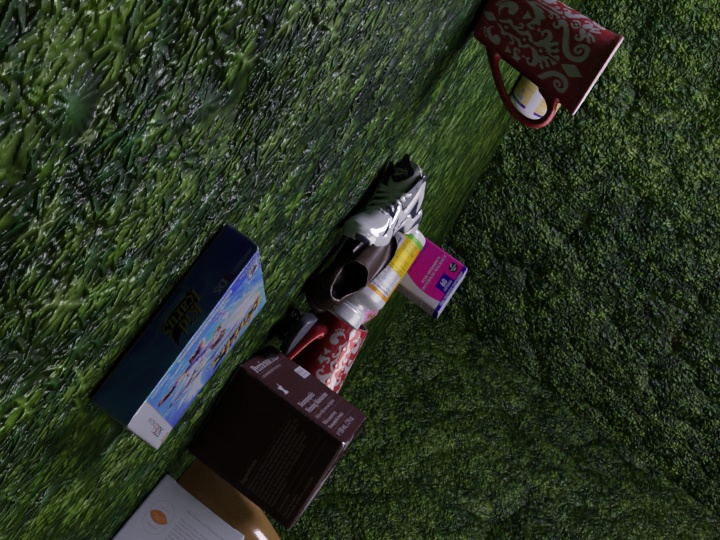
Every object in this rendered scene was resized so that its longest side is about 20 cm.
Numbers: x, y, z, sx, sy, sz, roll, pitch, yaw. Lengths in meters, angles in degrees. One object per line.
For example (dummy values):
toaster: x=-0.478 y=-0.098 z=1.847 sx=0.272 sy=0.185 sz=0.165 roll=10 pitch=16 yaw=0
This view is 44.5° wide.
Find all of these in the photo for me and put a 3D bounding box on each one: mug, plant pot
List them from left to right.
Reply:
plant pot: x=-0.233 y=0.438 z=1.471 sx=0.188 sy=0.198 sz=0.187 roll=-53 pitch=172 yaw=-11
mug: x=-0.080 y=0.174 z=1.626 sx=0.203 sy=0.132 sz=0.177 roll=-59 pitch=175 yaw=5
mug: x=0.271 y=-0.336 z=1.342 sx=0.179 sy=0.198 sz=0.134 roll=-52 pitch=173 yaw=-20

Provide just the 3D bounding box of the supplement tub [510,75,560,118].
supplement tub: x=0.537 y=-0.545 z=2.538 sx=0.202 sy=0.144 sz=0.145 roll=-60 pitch=172 yaw=34

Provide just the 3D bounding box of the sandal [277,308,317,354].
sandal: x=-0.110 y=0.093 z=1.427 sx=0.076 sy=0.043 sz=0.200 roll=-48 pitch=-178 yaw=-5

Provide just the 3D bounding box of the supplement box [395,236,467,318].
supplement box: x=0.093 y=-0.013 z=1.660 sx=0.102 sy=0.198 sz=0.103 roll=-54 pitch=172 yaw=-6

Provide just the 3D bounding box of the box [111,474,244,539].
box: x=-0.285 y=0.428 z=1.248 sx=0.201 sy=0.151 sz=0.107 roll=-50 pitch=171 yaw=-38

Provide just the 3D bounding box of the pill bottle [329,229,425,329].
pill bottle: x=0.017 y=-0.002 z=1.546 sx=0.202 sy=0.110 sz=0.111 roll=-55 pitch=173 yaw=-6

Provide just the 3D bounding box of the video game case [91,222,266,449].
video game case: x=-0.168 y=0.073 z=0.869 sx=0.202 sy=0.045 sz=0.182 roll=-55 pitch=174 yaw=-16

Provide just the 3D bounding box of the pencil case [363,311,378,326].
pencil case: x=-0.024 y=0.101 z=1.873 sx=0.082 sy=0.088 sz=0.200 roll=-24 pitch=-172 yaw=25

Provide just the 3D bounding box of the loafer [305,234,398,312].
loafer: x=0.000 y=0.000 z=1.427 sx=0.200 sy=0.074 sz=0.071 roll=-44 pitch=-156 yaw=-27

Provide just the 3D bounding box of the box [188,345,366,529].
box: x=-0.124 y=0.253 z=1.366 sx=0.166 sy=0.198 sz=0.166 roll=-56 pitch=173 yaw=12

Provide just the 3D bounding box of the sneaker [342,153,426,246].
sneaker: x=0.046 y=-0.118 z=1.394 sx=0.197 sy=0.079 sz=0.133 roll=-14 pitch=123 yaw=-51
